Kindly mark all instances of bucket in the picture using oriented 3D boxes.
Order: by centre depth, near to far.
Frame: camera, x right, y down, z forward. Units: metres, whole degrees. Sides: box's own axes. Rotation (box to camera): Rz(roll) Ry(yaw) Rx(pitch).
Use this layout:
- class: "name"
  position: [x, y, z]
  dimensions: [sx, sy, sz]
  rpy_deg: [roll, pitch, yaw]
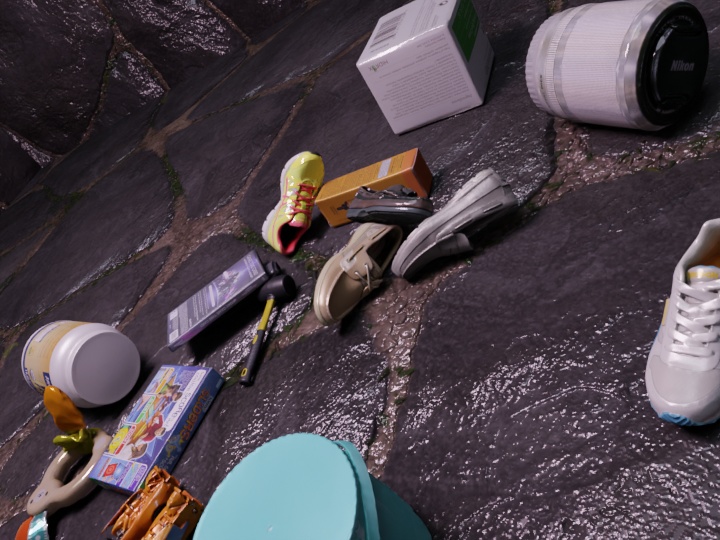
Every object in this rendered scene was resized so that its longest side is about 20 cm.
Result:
- class: "bucket"
  position: [-0.044, 0.259, 0.540]
  dimensions: [0.205, 0.135, 0.208]
  rpy_deg: [-23, 37, 19]

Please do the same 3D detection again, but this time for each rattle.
- class: "rattle"
  position: [-0.473, 0.302, 0.886]
  dimensions: [0.129, 0.144, 0.200]
  rpy_deg: [19, 55, 33]

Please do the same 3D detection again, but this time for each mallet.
- class: "mallet"
  position: [-0.163, 0.092, 0.949]
  dimensions: [0.065, 0.041, 0.201]
  rpy_deg: [-10, 46, 35]

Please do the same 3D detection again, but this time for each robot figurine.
- class: "robot figurine"
  position: [-0.286, 0.347, 0.724]
  dimensions: [0.144, 0.058, 0.201]
  rpy_deg: [9, 54, 49]

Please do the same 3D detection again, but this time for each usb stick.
- class: "usb stick"
  position: [-0.222, 0.051, 1.052]
  dimensions: [0.199, 0.033, 0.056]
  rpy_deg: [-34, 31, 6]

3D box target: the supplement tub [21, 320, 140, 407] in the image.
- class: "supplement tub"
  position: [-0.497, 0.165, 1.063]
  dimensions: [0.199, 0.145, 0.145]
  rpy_deg: [-2, 46, 42]

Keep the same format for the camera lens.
- class: "camera lens"
  position: [0.349, -0.282, 0.816]
  dimensions: [0.160, 0.160, 0.200]
  rpy_deg: [-44, 34, -11]

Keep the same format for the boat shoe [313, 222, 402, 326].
- class: "boat shoe"
  position: [0.000, 0.000, 0.878]
  dimensions: [0.064, 0.073, 0.201]
  rpy_deg: [-1, 40, 39]

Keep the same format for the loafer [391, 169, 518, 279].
- class: "loafer"
  position: [0.127, -0.051, 0.823]
  dimensions: [0.200, 0.070, 0.070]
  rpy_deg: [-43, 72, 17]

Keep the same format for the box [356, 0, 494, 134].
- class: "box"
  position: [0.133, -0.413, 1.165]
  dimensions: [0.198, 0.172, 0.200]
  rpy_deg: [-12, 40, 32]

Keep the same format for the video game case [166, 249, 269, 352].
- class: "video game case"
  position: [-0.251, 0.047, 1.037]
  dimensions: [0.199, 0.019, 0.143]
  rpy_deg: [-37, 24, -4]

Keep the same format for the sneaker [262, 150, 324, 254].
- class: "sneaker"
  position: [-0.110, -0.115, 1.074]
  dimensions: [0.202, 0.077, 0.090]
  rpy_deg: [-66, 33, 23]

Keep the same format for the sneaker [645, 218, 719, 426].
- class: "sneaker"
  position: [0.303, 0.043, 0.535]
  dimensions: [0.076, 0.081, 0.201]
  rpy_deg: [5, 53, 43]

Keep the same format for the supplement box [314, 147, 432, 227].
- class: "supplement box"
  position: [0.021, -0.140, 1.032]
  dimensions: [0.198, 0.067, 0.069]
  rpy_deg: [-16, 38, 27]

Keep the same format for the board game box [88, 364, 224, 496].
- class: "board game box"
  position: [-0.305, 0.236, 0.899]
  dimensions: [0.134, 0.035, 0.201]
  rpy_deg: [-5, 46, 39]

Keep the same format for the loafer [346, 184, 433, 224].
- class: "loafer"
  position: [0.041, -0.107, 0.906]
  dimensions: [0.199, 0.071, 0.064]
  rpy_deg: [4, 81, 59]
